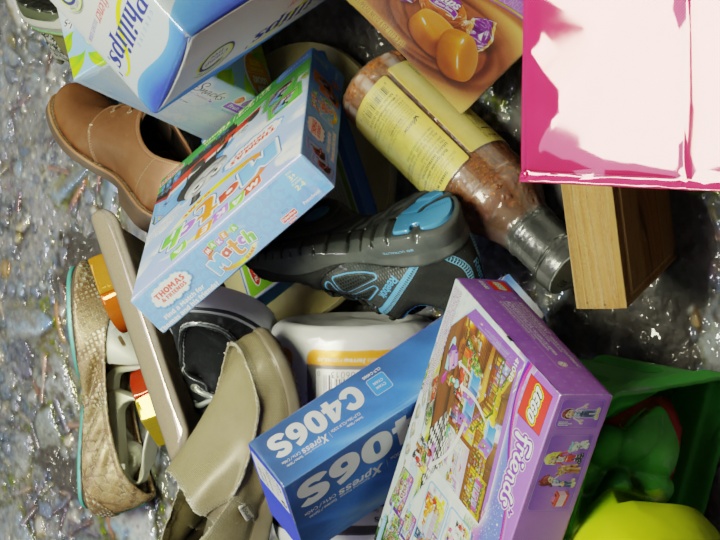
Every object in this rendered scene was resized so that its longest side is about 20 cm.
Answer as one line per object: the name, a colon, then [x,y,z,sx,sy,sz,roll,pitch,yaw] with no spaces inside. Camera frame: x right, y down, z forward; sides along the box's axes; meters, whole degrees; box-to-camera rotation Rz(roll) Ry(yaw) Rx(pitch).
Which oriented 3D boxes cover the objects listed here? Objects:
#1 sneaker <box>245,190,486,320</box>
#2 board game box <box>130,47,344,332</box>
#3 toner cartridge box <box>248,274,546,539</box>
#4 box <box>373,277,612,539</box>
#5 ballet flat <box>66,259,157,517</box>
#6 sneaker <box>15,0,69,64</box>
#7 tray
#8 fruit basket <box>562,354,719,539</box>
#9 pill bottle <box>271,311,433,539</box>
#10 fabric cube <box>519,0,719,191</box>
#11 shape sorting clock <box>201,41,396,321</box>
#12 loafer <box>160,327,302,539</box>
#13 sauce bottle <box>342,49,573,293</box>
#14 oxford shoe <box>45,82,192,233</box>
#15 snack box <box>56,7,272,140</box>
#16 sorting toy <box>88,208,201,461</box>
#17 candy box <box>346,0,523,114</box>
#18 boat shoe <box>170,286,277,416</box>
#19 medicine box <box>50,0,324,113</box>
sneaker: [0.000,0.000,1.554,0.200,0.073,0.082,0,126,49]
board game box: [-0.078,-0.057,1.552,0.151,0.200,0.037,-40,109,17]
toner cartridge box: [0.029,0.092,1.491,0.043,0.200,0.095,50,165,30]
box: [0.074,0.124,1.402,0.137,0.039,0.200,51,131,51]
ballet flat: [-0.187,0.090,1.819,0.065,0.071,0.200,-3,95,17]
sneaker: [-0.173,-0.168,1.782,0.200,0.077,0.089,26,146,34]
tray: [0.149,-0.087,1.402,0.037,0.099,0.200,0,108,26]
fruit basket: [0.166,0.164,1.403,0.215,0.155,0.216,6,98,46]
pill bottle: [-0.003,0.132,1.594,0.116,0.116,0.200,5,97,44]
fabric cube: [0.215,-0.148,1.274,0.200,0.196,0.200,4,97,32]
shape sorting clock: [-0.045,-0.062,1.668,0.200,0.039,0.200,-8,79,42]
loafer: [-0.089,0.131,1.558,0.076,0.067,0.200,46,132,52]
sauce bottle: [0.071,-0.062,1.536,0.200,0.066,0.066,48,125,26]
oxford shoe: [-0.170,-0.100,1.759,0.200,0.071,0.071,40,124,42]
snack box: [-0.147,-0.206,1.641,0.068,0.169,0.200,-25,66,24]
sorting toy: [-0.145,0.061,1.696,0.036,0.200,0.185,-20,77,3]
candy box: [0.091,-0.206,1.480,0.117,0.056,0.200,44,127,-2]
boat shoe: [-0.092,0.074,1.628,0.072,0.200,0.068,3,64,11]
medicine box: [-0.120,-0.237,1.515,0.200,0.182,0.103,47,150,10]
